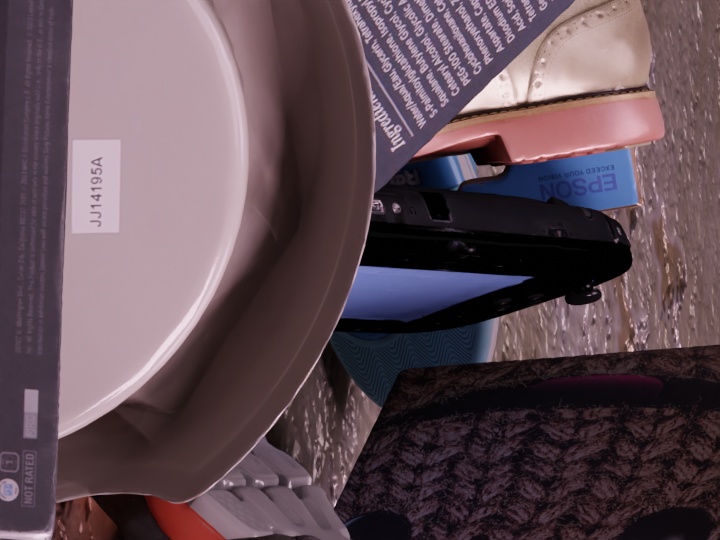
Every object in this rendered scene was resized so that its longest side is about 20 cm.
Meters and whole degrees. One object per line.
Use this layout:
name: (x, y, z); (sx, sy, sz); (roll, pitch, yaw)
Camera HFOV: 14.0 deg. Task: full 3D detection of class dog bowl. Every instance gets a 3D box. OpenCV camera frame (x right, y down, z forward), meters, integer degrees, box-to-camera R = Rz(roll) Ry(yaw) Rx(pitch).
dog bowl: (-0.100, -0.028, 0.685); (0.059, 0.200, 0.200); (-133, -150, -69)

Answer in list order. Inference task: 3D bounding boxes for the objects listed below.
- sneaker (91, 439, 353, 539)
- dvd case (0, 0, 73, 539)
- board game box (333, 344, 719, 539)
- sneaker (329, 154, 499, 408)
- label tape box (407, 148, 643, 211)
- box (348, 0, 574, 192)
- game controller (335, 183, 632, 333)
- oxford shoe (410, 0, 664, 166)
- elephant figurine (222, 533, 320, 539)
sneaker: (-0.041, 0.103, 0.866); (0.077, 0.200, 0.082); (12, 111, -48)
dvd case: (-0.155, -0.026, 0.567); (0.025, 0.200, 0.150); (151, -57, -65)
board game box: (0.070, 0.121, 0.992); (0.200, 0.159, 0.097); (-63, 142, -54)
sneaker: (0.029, -0.050, 1.163); (0.131, 0.079, 0.200); (-40, 123, -63)
label tape box: (0.016, -0.115, 1.042); (0.063, 0.144, 0.200); (-75, 155, -69)
box: (-0.020, -0.121, 0.828); (0.200, 0.148, 0.107); (-45, 143, -7)
game controller: (0.000, 0.000, 0.976); (0.200, 0.104, 0.042); (4, 63, -48)
oxford shoe: (0.003, -0.068, 0.978); (0.071, 0.200, 0.074); (180, -95, -70)
elephant figurine: (-0.045, 0.134, 0.759); (0.142, 0.200, 0.155); (65, 29, -42)
